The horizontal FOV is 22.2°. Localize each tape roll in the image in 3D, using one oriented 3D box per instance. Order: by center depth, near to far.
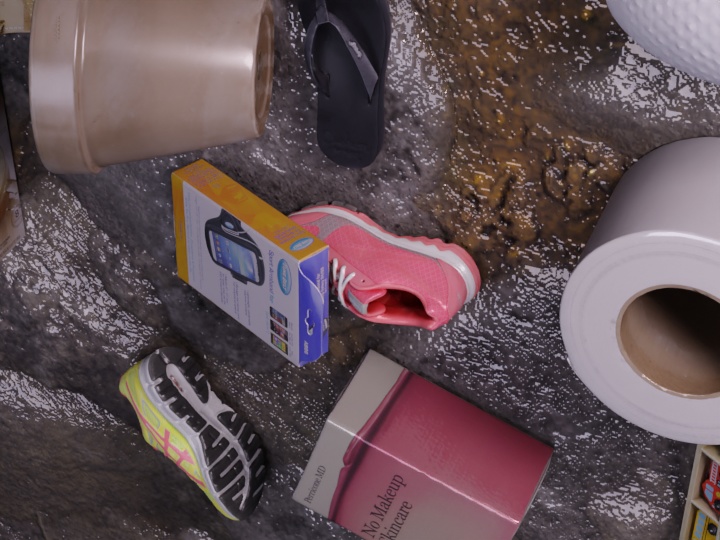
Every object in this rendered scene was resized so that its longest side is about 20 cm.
[{"bbox_3d":[0.270,0.016,1.431,0.202,0.139,0.203,13,129,17],"label":"tape roll"}]

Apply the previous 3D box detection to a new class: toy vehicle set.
[{"bbox_3d":[0.339,0.204,1.574,0.124,0.026,0.201,39,141,37],"label":"toy vehicle set"}]

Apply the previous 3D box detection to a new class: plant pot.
[{"bbox_3d":[-0.163,-0.173,1.495,0.173,0.200,0.201,4,128,5],"label":"plant pot"}]

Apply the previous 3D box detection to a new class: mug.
[{"bbox_3d":[0.268,-0.224,1.257,0.175,0.147,0.201,18,102,37],"label":"mug"}]

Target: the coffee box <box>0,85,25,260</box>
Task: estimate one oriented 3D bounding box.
[{"bbox_3d":[-0.386,-0.091,1.707,0.079,0.114,0.201,13,130,19],"label":"coffee box"}]

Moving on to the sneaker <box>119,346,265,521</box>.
[{"bbox_3d":[-0.169,0.164,1.824,0.090,0.078,0.201,-15,111,44],"label":"sneaker"}]

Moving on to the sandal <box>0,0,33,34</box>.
[{"bbox_3d":[-0.343,-0.220,1.601,0.211,0.070,0.078,-3,115,35],"label":"sandal"}]

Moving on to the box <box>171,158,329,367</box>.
[{"bbox_3d":[-0.090,-0.003,1.619,0.200,0.041,0.119,33,138,34],"label":"box"}]

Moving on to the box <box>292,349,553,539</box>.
[{"bbox_3d":[0.057,0.189,1.693,0.199,0.109,0.128,28,133,5],"label":"box"}]

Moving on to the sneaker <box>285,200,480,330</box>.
[{"bbox_3d":[0.000,0.000,1.593,0.199,0.087,0.074,14,129,18],"label":"sneaker"}]

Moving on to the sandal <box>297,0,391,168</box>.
[{"bbox_3d":[-0.013,-0.167,1.501,0.076,0.043,0.201,8,127,22],"label":"sandal"}]
